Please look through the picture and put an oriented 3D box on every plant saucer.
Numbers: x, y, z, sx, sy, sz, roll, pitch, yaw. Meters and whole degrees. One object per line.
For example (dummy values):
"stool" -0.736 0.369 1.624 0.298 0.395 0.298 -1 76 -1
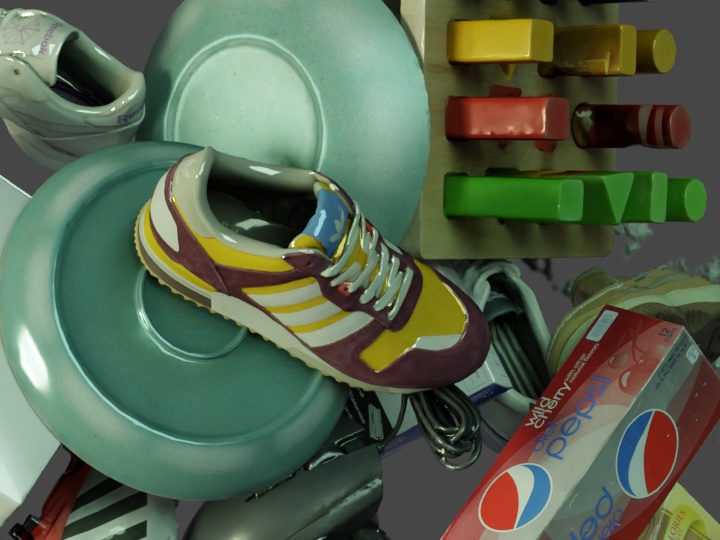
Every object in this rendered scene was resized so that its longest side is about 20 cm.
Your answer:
"plant saucer" -0.056 -0.076 1.492 0.039 0.201 0.202 -3 64 -57
"plant saucer" -0.089 0.019 1.393 0.199 0.027 0.201 10 64 -21

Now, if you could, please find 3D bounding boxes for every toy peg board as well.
"toy peg board" 0.119 -0.106 1.519 0.199 0.097 0.201 -1 93 -53

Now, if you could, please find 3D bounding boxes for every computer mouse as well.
"computer mouse" -0.040 0.096 1.445 0.046 0.200 0.141 42 14 -48

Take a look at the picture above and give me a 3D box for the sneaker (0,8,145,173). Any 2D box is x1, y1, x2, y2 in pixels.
"sneaker" -0.208 -0.129 1.503 0.199 0.100 0.075 25 59 -11

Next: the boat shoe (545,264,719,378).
"boat shoe" 0.153 0.031 1.594 0.076 0.072 0.200 37 20 24

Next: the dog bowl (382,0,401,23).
"dog bowl" 0.028 -0.178 1.615 0.199 0.059 0.201 21 32 -14

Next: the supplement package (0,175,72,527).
"supplement package" -0.236 0.029 1.404 0.199 0.111 0.156 35 56 -5

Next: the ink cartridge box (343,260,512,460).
"ink cartridge box" 0.000 0.000 1.542 0.094 0.044 0.201 -29 76 12

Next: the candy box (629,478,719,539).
"candy box" 0.198 0.223 1.507 0.200 0.055 0.116 45 51 -28

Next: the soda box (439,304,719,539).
"soda box" 0.116 0.119 1.458 0.200 0.063 0.070 -52 130 -18

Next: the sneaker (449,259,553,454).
"sneaker" 0.067 0.009 1.582 0.073 0.071 0.201 -25 78 -33

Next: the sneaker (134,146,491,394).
"sneaker" -0.014 0.001 1.367 0.199 0.090 0.075 21 61 -15

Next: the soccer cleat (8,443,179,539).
"soccer cleat" -0.124 0.121 1.443 0.085 0.069 0.201 39 58 -14

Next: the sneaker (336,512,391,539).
"sneaker" -0.004 0.152 1.467 0.075 0.088 0.201 -6 68 -27
